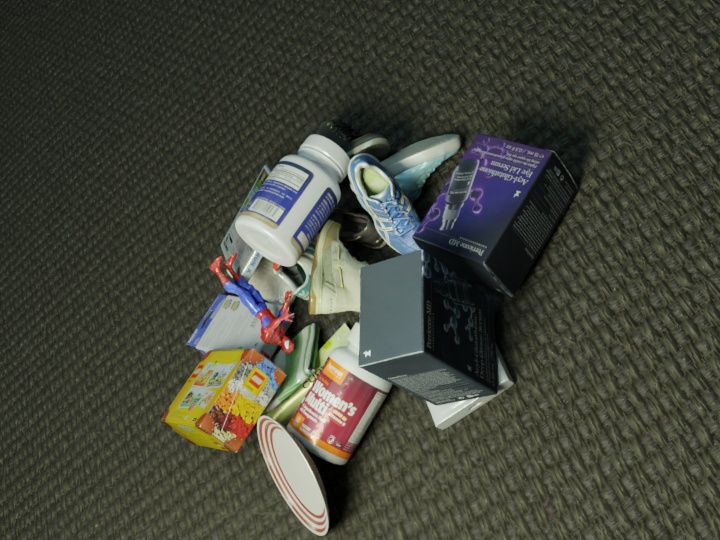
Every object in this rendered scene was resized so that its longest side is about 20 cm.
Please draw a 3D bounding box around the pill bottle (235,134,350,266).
[{"bbox_3d":[-0.103,-0.118,1.523,0.119,0.120,0.200,15,64,43],"label":"pill bottle"}]

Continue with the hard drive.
[{"bbox_3d":[0.136,0.119,1.395,0.132,0.026,0.200,-37,49,20],"label":"hard drive"}]

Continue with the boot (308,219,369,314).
[{"bbox_3d":[0.000,0.000,1.502,0.154,0.072,0.200,6,42,0],"label":"boot"}]

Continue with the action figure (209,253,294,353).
[{"bbox_3d":[-0.159,0.044,1.556,0.099,0.065,0.200,-42,77,28],"label":"action figure"}]

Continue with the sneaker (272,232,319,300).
[{"bbox_3d":[-0.114,-0.031,1.590,0.070,0.093,0.200,-44,58,30],"label":"sneaker"}]

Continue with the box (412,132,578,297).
[{"bbox_3d":[0.199,-0.084,1.376,0.148,0.104,0.200,22,75,44],"label":"box"}]

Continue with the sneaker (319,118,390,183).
[{"bbox_3d":[-0.022,-0.227,1.624,0.200,0.075,0.107,-22,69,54],"label":"sneaker"}]

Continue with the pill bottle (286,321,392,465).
[{"bbox_3d":[-0.019,0.187,1.431,0.109,0.109,0.200,30,89,44],"label":"pill bottle"}]

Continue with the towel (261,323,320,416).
[{"bbox_3d":[-0.147,0.185,1.557,0.200,0.023,0.153,-39,22,19],"label":"towel"}]

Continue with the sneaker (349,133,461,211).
[{"bbox_3d":[0.086,-0.159,1.562,0.199,0.082,0.074,-26,21,6],"label":"sneaker"}]

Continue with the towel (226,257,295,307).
[{"bbox_3d":[-0.165,-0.018,1.710,0.200,0.034,0.133,28,88,44],"label":"towel"}]

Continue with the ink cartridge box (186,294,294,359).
[{"bbox_3d":[-0.217,0.108,1.665,0.200,0.042,0.120,9,62,44],"label":"ink cartridge box"}]

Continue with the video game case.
[{"bbox_3d":[-0.190,-0.084,1.688,0.183,0.022,0.200,-59,24,11],"label":"video game case"}]

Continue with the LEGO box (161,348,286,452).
[{"bbox_3d":[-0.228,0.209,1.530,0.149,0.077,0.200,-57,21,-21],"label":"LEGO box"}]

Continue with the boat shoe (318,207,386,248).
[{"bbox_3d":[-0.036,-0.080,1.618,0.200,0.057,0.067,10,75,42],"label":"boat shoe"}]

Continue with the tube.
[{"bbox_3d":[-0.079,0.177,1.531,0.058,0.052,0.200,45,96,10],"label":"tube"}]

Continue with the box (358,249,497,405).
[{"bbox_3d":[0.096,0.084,1.289,0.107,0.200,0.149,-17,59,33],"label":"box"}]

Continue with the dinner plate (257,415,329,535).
[{"bbox_3d":[-0.097,0.306,1.411,0.024,0.201,0.200,-25,38,-27],"label":"dinner plate"}]

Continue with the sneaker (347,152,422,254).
[{"bbox_3d":[0.043,-0.098,1.488,0.076,0.077,0.200,-38,93,6],"label":"sneaker"}]

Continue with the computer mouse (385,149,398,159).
[{"bbox_3d":[0.015,-0.208,1.658,0.200,0.034,0.059,37,94,45],"label":"computer mouse"}]
